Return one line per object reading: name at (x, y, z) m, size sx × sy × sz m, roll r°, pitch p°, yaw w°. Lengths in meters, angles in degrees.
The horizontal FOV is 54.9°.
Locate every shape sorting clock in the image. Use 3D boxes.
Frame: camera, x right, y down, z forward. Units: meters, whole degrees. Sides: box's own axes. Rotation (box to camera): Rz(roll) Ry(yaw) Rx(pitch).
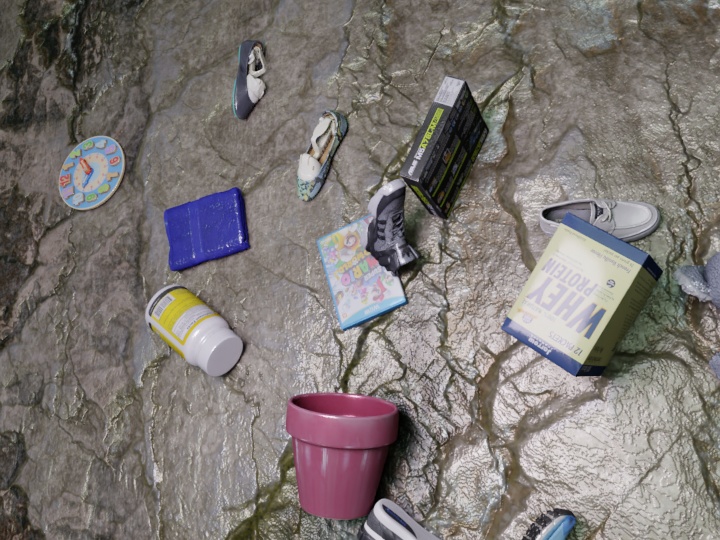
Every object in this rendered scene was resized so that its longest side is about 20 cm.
shape sorting clock at (-0.677, -0.247, 1.740) m, size 0.197 × 0.039 × 0.203 m, roll -7°, pitch 71°, yaw 22°

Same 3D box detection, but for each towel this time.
towel at (-0.340, -0.090, 1.538) m, size 0.198 × 0.049 × 0.150 m, roll -15°, pitch 75°, yaw 19°

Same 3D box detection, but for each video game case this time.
video game case at (0.000, 0.000, 1.369) m, size 0.142 × 0.018 × 0.202 m, roll -24°, pitch 66°, yaw 15°

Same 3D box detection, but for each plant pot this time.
plant pot at (-0.036, 0.318, 1.198) m, size 0.198 × 0.199 × 0.182 m, roll 6°, pitch 91°, yaw 25°

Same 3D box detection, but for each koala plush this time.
koala plush at (0.578, 0.045, 1.021) m, size 0.176 × 0.184 × 0.202 m, roll -25°, pitch 53°, yaw 14°

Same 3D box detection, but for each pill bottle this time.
pill bottle at (-0.342, 0.124, 1.429) m, size 0.199 × 0.114 × 0.115 m, roll 34°, pitch 89°, yaw 29°

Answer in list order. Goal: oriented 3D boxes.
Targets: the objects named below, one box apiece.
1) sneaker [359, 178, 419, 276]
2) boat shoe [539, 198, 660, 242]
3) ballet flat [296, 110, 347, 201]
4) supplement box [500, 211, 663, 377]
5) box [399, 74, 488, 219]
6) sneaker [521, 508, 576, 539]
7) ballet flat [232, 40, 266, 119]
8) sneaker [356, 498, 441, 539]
sneaker at (0.066, -0.071, 1.262) m, size 0.075 × 0.201 × 0.114 m, roll -26°, pitch 67°, yaw -27°
boat shoe at (0.406, -0.093, 1.188) m, size 0.197 × 0.066 × 0.073 m, roll 4°, pitch 75°, yaw 25°
ballet flat at (-0.094, -0.248, 1.462) m, size 0.074 × 0.074 × 0.202 m, roll 18°, pitch 82°, yaw 28°
supplement box at (0.349, 0.044, 1.079) m, size 0.134 × 0.199 × 0.201 m, roll 33°, pitch 100°, yaw 29°
box at (0.158, -0.219, 1.269) m, size 0.047 × 0.193 × 0.202 m, roll 23°, pitch 85°, yaw 25°
sneaker at (0.284, 0.465, 1.075) m, size 0.089 × 0.078 × 0.202 m, roll 29°, pitch 90°, yaw 10°
ballet flat at (-0.251, -0.445, 1.597) m, size 0.072 × 0.073 × 0.203 m, roll -6°, pitch 69°, yaw 22°
sneaker at (0.081, 0.488, 1.157) m, size 0.199 × 0.073 × 0.113 m, roll 40°, pitch 111°, yaw 20°
